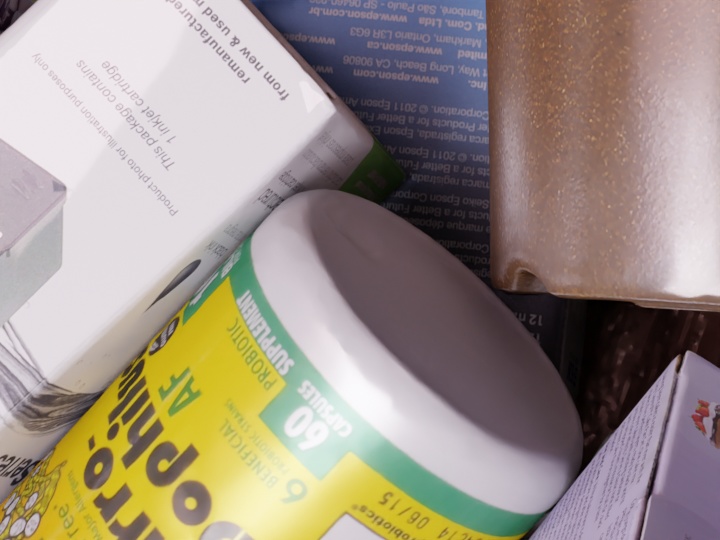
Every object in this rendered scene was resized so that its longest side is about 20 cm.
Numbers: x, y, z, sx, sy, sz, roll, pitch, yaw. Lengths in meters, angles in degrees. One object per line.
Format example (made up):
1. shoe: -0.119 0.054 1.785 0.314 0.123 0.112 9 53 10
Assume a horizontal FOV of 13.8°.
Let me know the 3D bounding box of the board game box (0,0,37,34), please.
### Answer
1. board game box: -0.138 -0.191 1.110 0.032 0.120 0.200 19 94 40

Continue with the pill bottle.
1. pill bottle: -0.041 0.083 0.832 0.200 0.113 0.113 -47 55 19

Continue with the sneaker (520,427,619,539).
1. sneaker: 0.017 0.119 0.885 0.200 0.075 0.089 -33 101 6

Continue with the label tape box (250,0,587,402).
1. label tape box: 0.000 0.000 0.955 0.143 0.066 0.200 6 85 9

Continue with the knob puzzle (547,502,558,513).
1. knob puzzle: -0.006 0.168 0.952 0.220 0.030 0.220 -3 75 13

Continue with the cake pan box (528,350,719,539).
1. cake pan box: 0.036 0.139 0.726 0.052 0.200 0.184 30 120 -4

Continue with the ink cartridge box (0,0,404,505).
1. ink cartridge box: -0.094 0.002 0.862 0.200 0.146 0.084 -43 80 2

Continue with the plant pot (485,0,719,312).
1. plant pot: 0.117 -0.087 0.846 0.200 0.200 0.198 5 92 40
